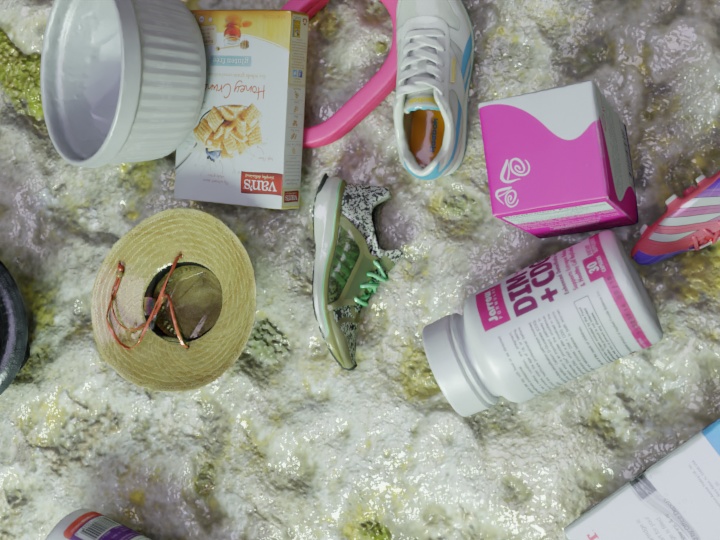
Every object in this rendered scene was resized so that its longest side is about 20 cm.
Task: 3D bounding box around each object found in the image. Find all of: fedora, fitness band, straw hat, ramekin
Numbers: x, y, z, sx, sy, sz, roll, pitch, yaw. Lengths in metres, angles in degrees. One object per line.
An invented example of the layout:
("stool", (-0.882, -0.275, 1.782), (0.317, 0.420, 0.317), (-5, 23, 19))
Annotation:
("fedora", (-0.433, 0.059, 1.312), (0.200, 0.092, 0.201), (-1, 86, 19))
("fitness band", (-0.034, -0.219, 1.226), (0.200, 0.037, 0.144), (-43, 74, 12))
("straw hat", (-0.175, 0.033, 1.229), (0.201, 0.085, 0.201), (-3, 84, 25))
("ramekin", (-0.244, -0.205, 1.225), (0.200, 0.105, 0.200), (2, 92, 53))

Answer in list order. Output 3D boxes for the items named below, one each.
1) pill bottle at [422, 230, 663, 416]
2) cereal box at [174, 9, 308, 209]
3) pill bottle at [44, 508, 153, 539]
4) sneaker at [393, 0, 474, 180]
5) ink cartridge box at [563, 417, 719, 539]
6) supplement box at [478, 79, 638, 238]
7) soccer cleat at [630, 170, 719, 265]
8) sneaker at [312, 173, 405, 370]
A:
("pill bottle", (0.166, 0.054, 1.094), (0.200, 0.113, 0.113), (-27, 78, 15))
("cereal box", (-0.125, -0.167, 1.223), (0.144, 0.040, 0.200), (7, 97, 31))
("pill bottle", (-0.228, 0.333, 1.211), (0.200, 0.111, 0.112), (21, 93, 19))
("sneaker", (0.069, -0.188, 1.145), (0.076, 0.081, 0.200), (-2, 99, 17))
("ink cartridge box", (0.306, 0.232, 1.049), (0.200, 0.084, 0.145), (-39, 75, 12))
("supplement box", (0.182, -0.093, 1.055), (0.103, 0.200, 0.101), (-8, 83, 18))
("soccer cleat", (0.338, -0.060, 1.073), (0.200, 0.067, 0.076), (-40, 79, 9))
("sneaker", (0.000, 0.000, 1.182), (0.088, 0.077, 0.200), (-2, 87, 10))
